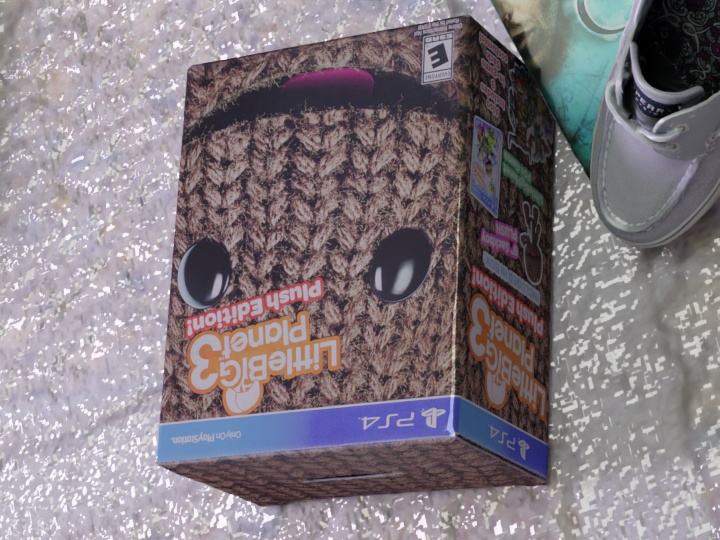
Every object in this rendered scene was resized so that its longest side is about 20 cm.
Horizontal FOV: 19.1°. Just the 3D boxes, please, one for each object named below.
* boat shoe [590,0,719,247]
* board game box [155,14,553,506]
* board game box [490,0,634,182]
[{"bbox_3d":[0.135,-0.090,0.915,0.070,0.071,0.201,34,127,21],"label":"boat shoe"},{"bbox_3d":[0.000,0.000,1.013,0.159,0.097,0.201,-8,69,28],"label":"board game box"},{"bbox_3d":[0.162,-0.143,0.981,0.200,0.028,0.136,-31,82,18],"label":"board game box"}]
